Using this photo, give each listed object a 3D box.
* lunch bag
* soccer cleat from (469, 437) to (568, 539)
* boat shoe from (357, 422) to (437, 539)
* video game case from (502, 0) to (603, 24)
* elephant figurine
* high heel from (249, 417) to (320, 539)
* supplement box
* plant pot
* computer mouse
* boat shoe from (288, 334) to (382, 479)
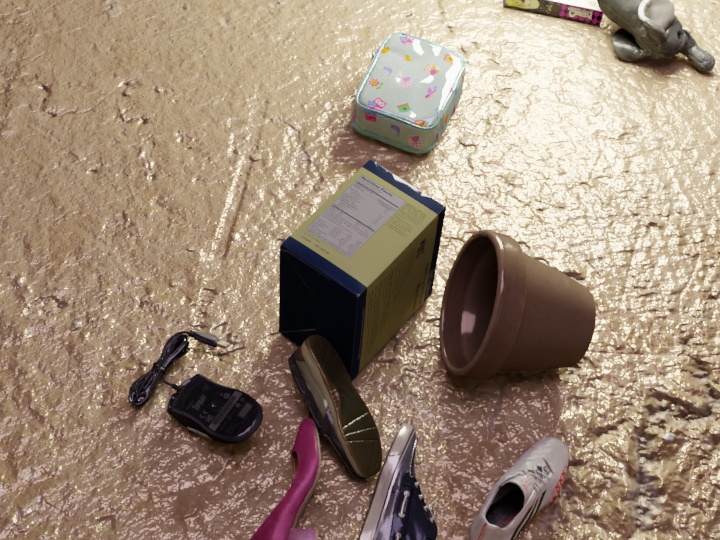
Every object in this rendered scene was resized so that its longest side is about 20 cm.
[{"bbox_3d":[0.076,-0.289,2.076,0.158,0.078,0.201,18,52,11],"label":"lunch bag"},{"bbox_3d":[0.208,0.278,1.635,0.068,0.086,0.200,34,57,21],"label":"soccer cleat"},{"bbox_3d":[0.060,0.296,1.626,0.092,0.075,0.202,21,59,2],"label":"boat shoe"},{"bbox_3d":[0.358,-0.536,2.319,0.179,0.036,0.202,13,52,4],"label":"video game case"},{"bbox_3d":[0.494,-0.420,2.192,0.153,0.141,0.202,-24,70,12],"label":"elephant figurine"},{"bbox_3d":[-0.100,0.277,1.627,0.094,0.068,0.203,4,61,-5],"label":"high heel"},{"bbox_3d":[0.000,0.000,1.762,0.133,0.201,0.200,33,57,20],"label":"supplement box"},{"bbox_3d":[0.222,0.058,1.762,0.172,0.201,0.202,11,49,-18],"label":"plant pot"},{"bbox_3d":[-0.200,0.159,1.723,0.198,0.046,0.141,17,56,23],"label":"computer mouse"},{"bbox_3d":[-0.036,0.187,1.702,0.071,0.066,0.203,-6,66,-51],"label":"boat shoe"}]
